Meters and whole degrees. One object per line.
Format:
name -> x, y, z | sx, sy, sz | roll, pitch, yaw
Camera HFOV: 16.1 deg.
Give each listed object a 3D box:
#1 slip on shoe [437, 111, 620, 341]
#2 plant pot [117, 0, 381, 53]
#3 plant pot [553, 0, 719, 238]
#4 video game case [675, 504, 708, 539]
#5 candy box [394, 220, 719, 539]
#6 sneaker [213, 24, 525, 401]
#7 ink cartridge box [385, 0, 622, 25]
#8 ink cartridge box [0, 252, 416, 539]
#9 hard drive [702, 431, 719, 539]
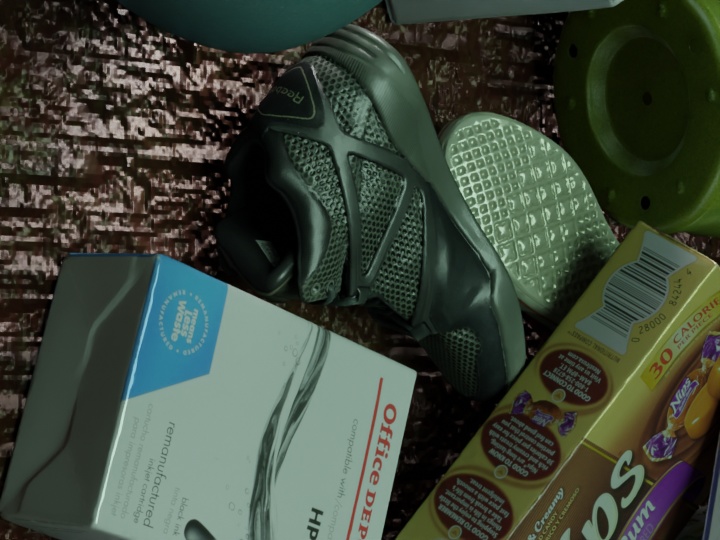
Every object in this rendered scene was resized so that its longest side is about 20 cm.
slip on shoe -> 0.090, -0.005, 1.229 | 0.200, 0.061, 0.074 | 43, 66, -39
plant pot -> -0.044, -0.167, 1.034 | 0.201, 0.199, 0.135 | -56, 161, -29
plant pot -> 0.205, -0.095, 1.269 | 0.192, 0.200, 0.202 | -11, 97, -35
video game case -> 0.163, 0.238, 1.325 | 0.181, 0.023, 0.201 | -19, 102, -43
candy box -> 0.110, 0.091, 1.194 | 0.200, 0.056, 0.117 | -53, 139, -9
sneaker -> 0.000, 0.000, 1.136 | 0.114, 0.076, 0.200 | -43, 128, -20
ink cartridge box -> 0.116, -0.187, 1.200 | 0.199, 0.144, 0.085 | -29, 110, -40
ink cartridge box -> -0.047, 0.078, 1.088 | 0.199, 0.066, 0.117 | 25, 71, -41
hard drive -> 0.234, 0.128, 1.255 | 0.199, 0.025, 0.133 | 13, 85, -49
